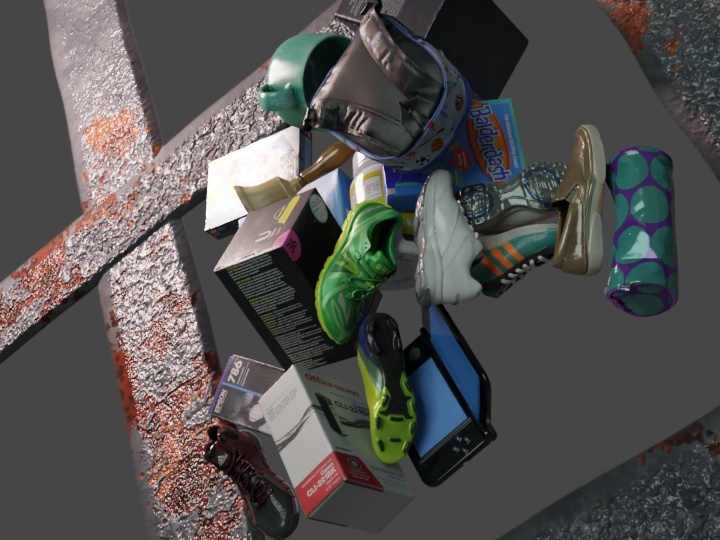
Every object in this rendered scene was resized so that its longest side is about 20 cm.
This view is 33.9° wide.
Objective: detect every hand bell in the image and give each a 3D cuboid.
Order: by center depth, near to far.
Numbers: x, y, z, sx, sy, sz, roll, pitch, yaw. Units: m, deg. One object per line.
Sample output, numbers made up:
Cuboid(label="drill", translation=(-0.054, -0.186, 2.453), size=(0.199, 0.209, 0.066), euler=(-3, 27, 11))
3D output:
Cuboid(label="hand bell", translation=(-0.083, -0.140, 1.787), size=(0.199, 0.104, 0.104), euler=(-34, 49, 0))

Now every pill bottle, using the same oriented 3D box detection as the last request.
Cuboid(label="pill bottle", translation=(0.044, -0.083, 1.705), size=(0.114, 0.114, 0.202), euler=(-23, 55, 27))

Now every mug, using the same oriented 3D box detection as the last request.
Cuboid(label="mug", translation=(-0.086, -0.304, 1.874), size=(0.114, 0.184, 0.154), euler=(11, 85, 44))

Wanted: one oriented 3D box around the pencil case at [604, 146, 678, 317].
Cuboid(label="pencil case", translation=(0.347, -0.050, 1.469), size=(0.092, 0.085, 0.202), euler=(-8, 63, 28))

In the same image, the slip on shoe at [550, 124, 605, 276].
Cuboid(label="slip on shoe", translation=(0.275, -0.092, 1.510), size=(0.060, 0.076, 0.202), euler=(4, 78, -2))

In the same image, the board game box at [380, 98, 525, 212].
Cuboid(label="board game box", translation=(0.126, -0.163, 1.660), size=(0.198, 0.045, 0.153), euler=(-6, 58, -3))

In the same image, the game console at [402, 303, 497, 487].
Cuboid(label="game console", translation=(0.088, 0.148, 1.549), size=(0.176, 0.116, 0.201), euler=(-42, 48, 13))

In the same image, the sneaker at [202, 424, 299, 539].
Cuboid(label="sneaker", translation=(-0.170, 0.295, 1.676), size=(0.076, 0.115, 0.200), euler=(-47, 47, 8))

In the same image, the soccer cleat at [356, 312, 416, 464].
Cuboid(label="soccer cleat", translation=(0.032, 0.157, 1.575), size=(0.084, 0.064, 0.202), euler=(140, 125, -70))

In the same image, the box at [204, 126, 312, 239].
Cuboid(label="box", translation=(-0.169, -0.146, 1.957), size=(0.199, 0.038, 0.138), euler=(-19, 57, 30))

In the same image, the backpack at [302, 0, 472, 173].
Cuboid(label="backpack", translation=(0.050, -0.222, 1.561), size=(0.191, 0.153, 0.201), euler=(45, 111, 40))

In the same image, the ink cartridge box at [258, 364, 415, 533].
Cuboid(label="ink cartridge box", translation=(-0.034, 0.237, 1.574), size=(0.084, 0.144, 0.201), euler=(-47, 47, 19))

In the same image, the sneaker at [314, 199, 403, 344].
Cuboid(label="sneaker", translation=(0.000, 0.000, 1.572), size=(0.083, 0.074, 0.202), euler=(9, 77, 41))

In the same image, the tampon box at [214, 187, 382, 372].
Cuboid(label="tampon box", translation=(-0.083, 0.017, 1.665), size=(0.125, 0.201, 0.150), euler=(-18, 28, 29))

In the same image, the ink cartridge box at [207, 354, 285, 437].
Cuboid(label="ink cartridge box", translation=(-0.159, 0.188, 1.777), size=(0.199, 0.039, 0.100), euler=(10, 75, 42))

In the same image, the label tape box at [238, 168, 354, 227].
Cuboid(label="label tape box", translation=(-0.090, -0.048, 1.825), size=(0.199, 0.063, 0.145), euler=(-25, 53, 26))

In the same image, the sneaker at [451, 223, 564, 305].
Cuboid(label="sneaker", translation=(0.198, -0.006, 1.583), size=(0.198, 0.071, 0.081), euler=(-16, 76, 27))

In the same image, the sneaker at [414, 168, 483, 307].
Cuboid(label="sneaker", translation=(0.114, -0.041, 1.533), size=(0.086, 0.075, 0.202), euler=(2, 63, -5))

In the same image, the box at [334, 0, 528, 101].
Cuboid(label="box", translation=(0.106, -0.357, 1.739), size=(0.196, 0.200, 0.125), euler=(25, 85, 43))

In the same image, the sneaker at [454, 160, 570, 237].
Cuboid(label="sneaker", translation=(0.219, -0.092, 1.599), size=(0.198, 0.087, 0.075), euler=(-11, 68, 13))
